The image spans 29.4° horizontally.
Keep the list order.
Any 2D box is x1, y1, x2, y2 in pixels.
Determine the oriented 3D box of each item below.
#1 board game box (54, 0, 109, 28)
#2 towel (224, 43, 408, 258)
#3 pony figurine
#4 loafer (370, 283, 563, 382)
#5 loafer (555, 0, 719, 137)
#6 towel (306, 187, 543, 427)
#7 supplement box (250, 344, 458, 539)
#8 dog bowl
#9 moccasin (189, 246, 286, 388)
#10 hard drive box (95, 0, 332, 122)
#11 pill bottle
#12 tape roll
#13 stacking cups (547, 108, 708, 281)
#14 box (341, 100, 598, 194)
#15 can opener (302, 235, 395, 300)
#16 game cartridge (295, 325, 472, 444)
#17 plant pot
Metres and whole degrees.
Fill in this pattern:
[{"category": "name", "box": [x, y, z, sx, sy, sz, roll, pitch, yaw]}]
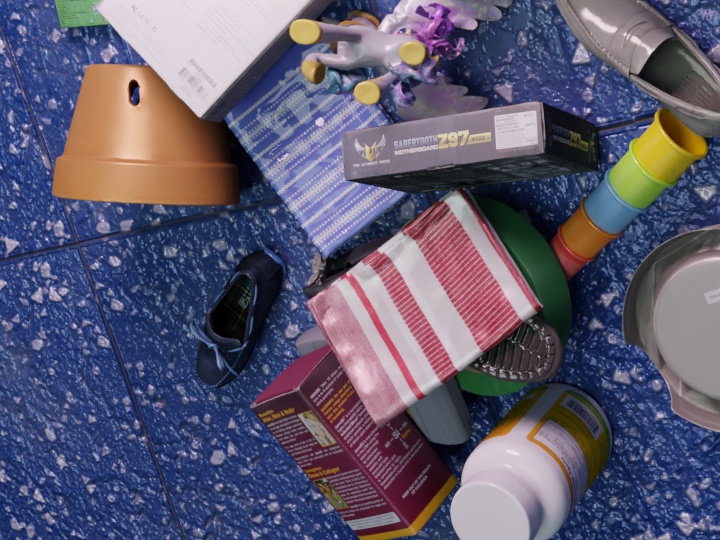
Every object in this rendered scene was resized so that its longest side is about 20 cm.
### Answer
[{"category": "board game box", "box": [-0.257, -0.322, 1.496, 0.198, 0.023, 0.106, 3, 113, 29]}, {"category": "towel", "box": [-0.040, -0.135, 1.411, 0.144, 0.024, 0.201, -37, 88, 11]}, {"category": "pony figurine", "box": [0.037, -0.207, 1.290, 0.191, 0.200, 0.168, 12, 109, 9]}, {"category": "loafer", "box": [0.108, 0.053, 1.325, 0.199, 0.071, 0.074, 20, 94, 26]}, {"category": "loafer", "box": [0.254, -0.197, 1.208, 0.200, 0.070, 0.070, 40, 91, 6]}, {"category": "towel", "box": [0.056, 0.035, 1.298, 0.199, 0.023, 0.145, -37, 73, 18]}, {"category": "supplement box", "box": [-0.007, 0.183, 1.451, 0.201, 0.086, 0.110, 52, 146, -9]}, {"category": "dog bowl", "box": [0.345, 0.048, 1.271, 0.198, 0.059, 0.202, 11, 114, 26]}, {"category": "moccasin", "box": [-0.154, 0.057, 1.561, 0.080, 0.068, 0.201, 32, 123, 15]}, {"category": "hard drive box", "box": [-0.131, -0.271, 1.338, 0.200, 0.077, 0.156, -44, 86, 9]}, {"category": "pill bottle", "box": [0.166, 0.200, 1.351, 0.110, 0.200, 0.112, 12, 115, 26]}, {"category": "tape roll", "box": [0.117, 0.026, 1.375, 0.199, 0.048, 0.202, 25, 129, 35]}, {"category": "stacking cups", "box": [0.242, -0.060, 1.289, 0.060, 0.060, 0.200, 43, 128, 8]}, {"category": "box", "box": [0.104, -0.111, 1.276, 0.198, 0.157, 0.052, -5, 85, 28]}, {"category": "can opener", "box": [0.000, 0.000, 1.422, 0.078, 0.064, 0.200, 27, 154, -15]}, {"category": "game cartridge", "box": [0.019, 0.116, 1.463, 0.199, 0.042, 0.134, 2, 130, 45]}, {"category": "plant pot", "box": [-0.226, -0.144, 1.459, 0.198, 0.200, 0.142, 5, 96, 29]}]
